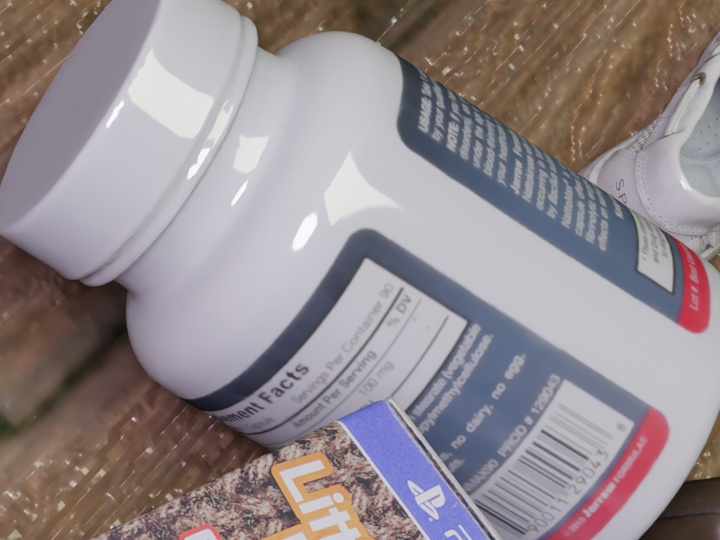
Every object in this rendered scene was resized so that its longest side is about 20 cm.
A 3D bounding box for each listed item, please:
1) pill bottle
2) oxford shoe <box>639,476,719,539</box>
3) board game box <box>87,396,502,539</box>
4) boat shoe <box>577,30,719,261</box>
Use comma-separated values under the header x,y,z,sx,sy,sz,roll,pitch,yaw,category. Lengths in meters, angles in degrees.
x,y,z,sx,sy,sz,roll,pitch,yaw,category
0.000,0.000,0.734,0.200,0.120,0.120,32,54,-20,pill bottle
0.164,0.143,0.810,0.200,0.084,0.073,41,49,-15,oxford shoe
-0.066,0.140,0.581,0.200,0.159,0.097,-23,68,-40,board game box
0.154,-0.058,0.904,0.071,0.069,0.200,50,48,-2,boat shoe
